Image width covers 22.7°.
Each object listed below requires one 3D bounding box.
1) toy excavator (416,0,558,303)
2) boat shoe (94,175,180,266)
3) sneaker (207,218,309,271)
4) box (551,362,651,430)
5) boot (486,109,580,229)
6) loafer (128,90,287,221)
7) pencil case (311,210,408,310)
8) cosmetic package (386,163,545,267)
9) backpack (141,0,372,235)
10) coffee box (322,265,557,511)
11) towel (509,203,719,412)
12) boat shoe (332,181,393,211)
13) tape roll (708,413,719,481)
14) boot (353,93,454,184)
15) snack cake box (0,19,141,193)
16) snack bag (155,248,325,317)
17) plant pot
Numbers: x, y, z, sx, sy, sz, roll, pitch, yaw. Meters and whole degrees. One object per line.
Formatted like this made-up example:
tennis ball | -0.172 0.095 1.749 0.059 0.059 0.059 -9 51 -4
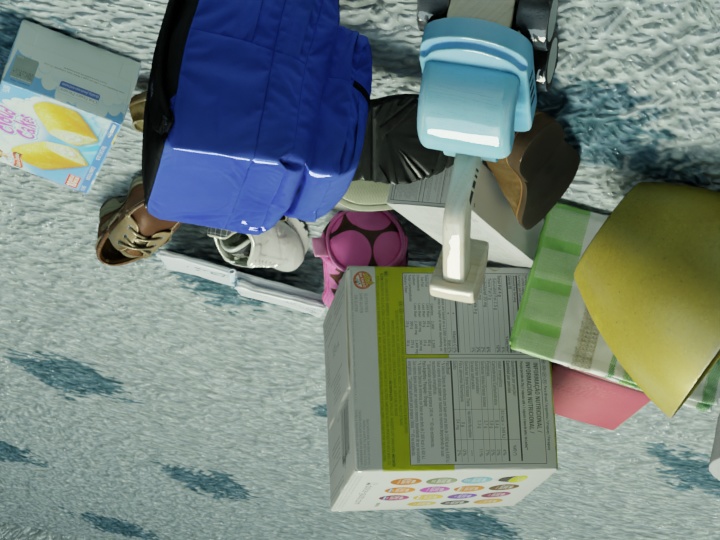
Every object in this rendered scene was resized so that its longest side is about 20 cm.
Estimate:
toy excavator | 0.081 -0.097 1.343 0.099 0.201 0.195 12 160 12
boat shoe | -0.228 -0.046 1.900 0.075 0.072 0.200 22 159 -19
sneaker | -0.111 -0.035 1.835 0.076 0.081 0.200 6 160 21
box | 0.241 0.064 1.765 0.109 0.128 0.200 16 160 -3
boot | 0.136 -0.099 1.532 0.075 0.074 0.200 38 171 21
loafer | -0.127 -0.107 1.668 0.199 0.068 0.076 23 159 -21
pencil case | 0.000 0.000 1.838 0.093 0.091 0.200 -17 159 -5
cosmetic package | 0.102 -0.052 1.631 0.082 0.051 0.200 8 169 25
backpack | -0.077 -0.143 1.347 0.167 0.201 0.163 11 158 -15
coffee box | 0.074 0.119 1.762 0.197 0.201 0.200 0 163 -8
towel | 0.249 0.032 1.649 0.199 0.150 0.031 17 170 -1
boat shoe | -0.037 -0.090 1.628 0.199 0.072 0.068 1 -178 -14
tape roll | 0.508 0.219 2.075 0.199 0.066 0.200 13 160 5
boot | -0.029 -0.119 1.511 0.197 0.074 0.162 -12 -160 -17
snack cake box | -0.283 -0.149 1.673 0.115 0.067 0.200 19 160 -11
snack bag | -0.134 0.015 2.005 0.199 0.021 0.189 17 176 -2
plant pot | 0.270 0.004 1.541 0.142 0.200 0.200 37 164 12
